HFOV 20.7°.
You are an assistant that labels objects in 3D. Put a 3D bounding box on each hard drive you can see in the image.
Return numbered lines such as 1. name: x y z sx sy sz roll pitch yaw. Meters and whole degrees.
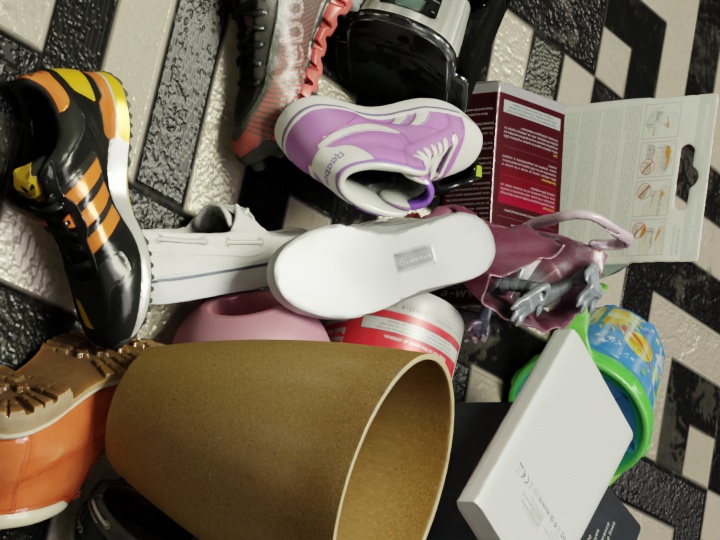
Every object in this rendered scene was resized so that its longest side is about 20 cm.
1. hard drive: 0.158 0.165 1.644 0.132 0.026 0.200 58 47 -29

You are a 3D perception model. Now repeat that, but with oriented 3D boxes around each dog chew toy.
1. dog chew toy: -0.077 0.119 1.475 0.125 0.124 0.200 -25 115 -48

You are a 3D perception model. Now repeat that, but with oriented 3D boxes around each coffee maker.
1. coffee maker: 0.075 -0.228 1.649 0.192 0.135 0.200 53 55 -49

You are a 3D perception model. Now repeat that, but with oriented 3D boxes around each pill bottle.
1. pill bottle: 0.010 0.118 1.579 0.112 0.112 0.200 35 62 -44

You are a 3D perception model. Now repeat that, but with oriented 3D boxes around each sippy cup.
1. sippy cup: 0.222 0.103 1.833 0.140 0.178 0.130 33 39 4

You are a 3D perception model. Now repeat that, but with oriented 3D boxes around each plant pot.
1. plant pot: -0.064 0.120 1.326 0.186 0.200 0.187 -49 148 -47

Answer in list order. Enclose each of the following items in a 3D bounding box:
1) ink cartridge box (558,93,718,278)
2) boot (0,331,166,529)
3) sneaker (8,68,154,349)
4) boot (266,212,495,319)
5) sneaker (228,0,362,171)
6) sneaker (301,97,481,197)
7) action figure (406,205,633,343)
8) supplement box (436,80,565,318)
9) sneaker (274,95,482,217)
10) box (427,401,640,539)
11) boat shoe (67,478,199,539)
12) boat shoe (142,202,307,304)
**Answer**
1. ink cartridge box: 0.241 -0.075 1.798 0.047 0.200 0.160 24 71 -47
2. boot: -0.202 0.108 1.370 0.200 0.075 0.107 -26 127 -53
3. sneaker: -0.204 -0.043 1.364 0.090 0.070 0.200 1 79 -46
4. boot: 0.000 0.000 1.497 0.200 0.096 0.074 -8 87 -33
5. sneaker: -0.068 -0.180 1.535 0.098 0.071 0.201 28 77 -28
6. sneaker: 0.028 -0.103 1.635 0.200 0.083 0.072 9 81 -50
7. action figure: 0.100 -0.021 1.634 0.134 0.200 0.149 34 89 -41
8. supplement box: 0.127 -0.061 1.770 0.109 0.061 0.200 13 77 -49
9. sneaker: 0.038 -0.078 1.523 0.200 0.114 0.073 -4 125 -41
10. box: 0.127 0.248 1.710 0.200 0.117 0.197 52 50 -36
11. boat shoe: -0.105 0.205 1.388 0.200 0.068 0.072 23 34 -7
12. boat shoe: -0.101 -0.019 1.482 0.200 0.074 0.065 -14 103 -51
